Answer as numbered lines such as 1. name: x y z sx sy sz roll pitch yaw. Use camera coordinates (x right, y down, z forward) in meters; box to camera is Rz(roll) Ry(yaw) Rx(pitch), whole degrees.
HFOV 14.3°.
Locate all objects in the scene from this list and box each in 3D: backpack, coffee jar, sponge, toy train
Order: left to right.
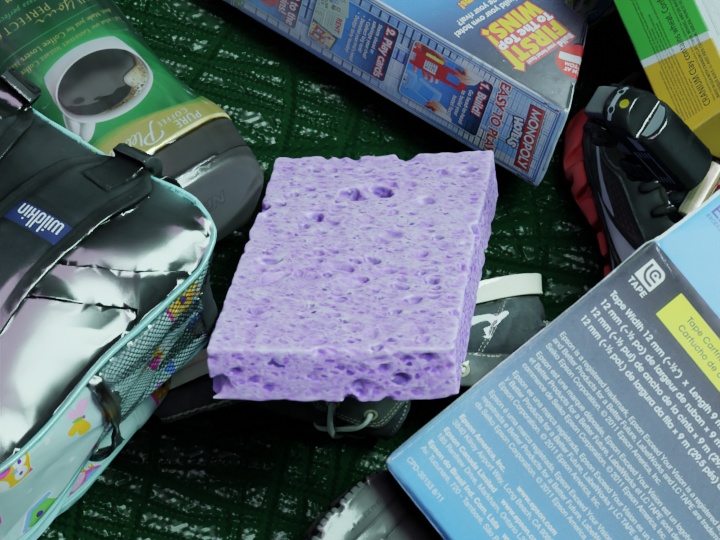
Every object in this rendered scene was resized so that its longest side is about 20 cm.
1. backpack: -0.178 0.035 1.259 0.176 0.153 0.200 32 56 14
2. coffee jar: -0.141 -0.082 1.395 0.104 0.085 0.200 -33 73 -27
3. sponge: 0.000 0.000 1.341 0.111 0.030 0.200 -1 27 9
4. toy train: 0.177 -0.022 1.346 0.200 0.046 0.034 41 72 -33

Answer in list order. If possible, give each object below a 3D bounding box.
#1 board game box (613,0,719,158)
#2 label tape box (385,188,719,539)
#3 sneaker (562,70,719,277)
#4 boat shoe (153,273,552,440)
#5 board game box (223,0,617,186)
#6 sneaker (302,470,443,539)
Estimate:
1. board game box: 0.201 -0.114 1.441 0.200 0.040 0.153 16 46 -48
2. label tape box: 0.133 0.081 1.314 0.200 0.066 0.143 -39 81 0
3. sneaker: 0.158 -0.012 1.417 0.071 0.098 0.201 -9 66 -18
4. boat shoe: -0.003 0.050 1.367 0.199 0.072 0.068 -11 91 -11
5. board game box: 0.061 -0.146 1.474 0.200 0.062 0.200 -33 67 -34
6. sneaker: -0.021 0.180 1.292 0.091 0.076 0.200 41 64 5
